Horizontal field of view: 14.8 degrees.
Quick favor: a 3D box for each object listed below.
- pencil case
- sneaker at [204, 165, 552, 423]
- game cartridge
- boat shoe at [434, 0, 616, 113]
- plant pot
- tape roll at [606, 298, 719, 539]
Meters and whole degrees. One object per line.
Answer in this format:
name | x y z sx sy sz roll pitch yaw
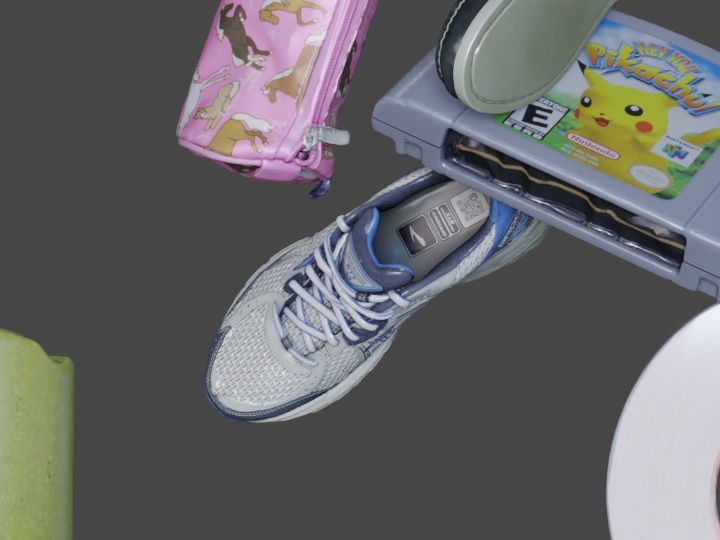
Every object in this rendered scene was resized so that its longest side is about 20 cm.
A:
pencil case | -0.021 -0.139 1.334 0.086 0.083 0.201 19 90 13
sneaker | 0.000 0.000 1.320 0.200 0.085 0.077 -39 80 8
game cartridge | 0.122 -0.064 1.279 0.199 0.133 0.041 26 130 18
boat shoe | 0.077 -0.140 1.277 0.066 0.075 0.199 19 47 26
plant pot | -0.213 0.123 1.318 0.199 0.200 0.185 4 77 12
tape roll | 0.213 0.100 1.271 0.199 0.066 0.201 0 93 9
